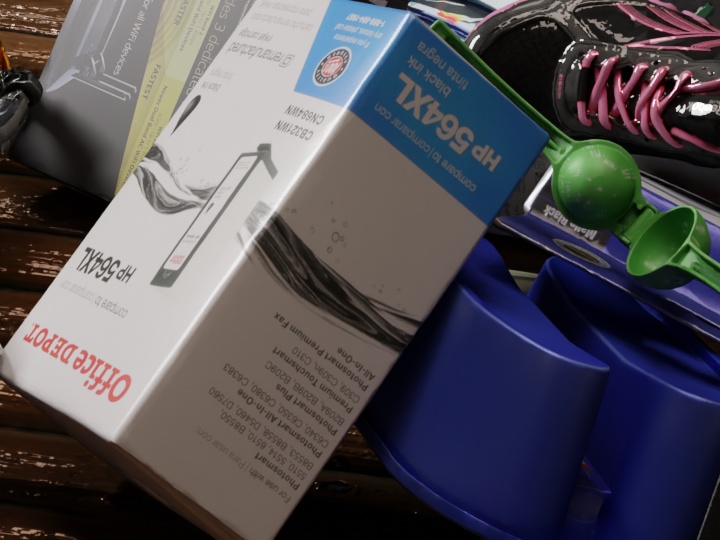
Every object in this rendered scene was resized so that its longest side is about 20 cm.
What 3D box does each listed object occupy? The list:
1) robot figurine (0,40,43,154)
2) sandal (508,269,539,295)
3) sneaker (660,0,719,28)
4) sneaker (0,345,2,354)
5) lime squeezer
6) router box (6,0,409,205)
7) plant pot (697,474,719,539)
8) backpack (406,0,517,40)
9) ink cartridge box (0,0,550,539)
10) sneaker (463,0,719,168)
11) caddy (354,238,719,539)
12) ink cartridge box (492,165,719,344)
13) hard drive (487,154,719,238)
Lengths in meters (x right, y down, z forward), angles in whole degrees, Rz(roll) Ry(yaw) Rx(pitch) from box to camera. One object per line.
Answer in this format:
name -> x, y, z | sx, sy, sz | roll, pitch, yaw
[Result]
robot figurine -> -0.226, -0.075, 1.432 | 0.144, 0.059, 0.200 | -18, 29, -3
sandal -> -0.001, -0.001, 1.295 | 0.200, 0.080, 0.058 | 8, 64, 11
sneaker -> 0.180, -0.096, 1.424 | 0.074, 0.200, 0.088 | -40, 36, 7
sneaker -> -0.231, 0.016, 1.200 | 0.200, 0.073, 0.115 | 28, 76, 25
lime squeezer -> 0.096, -0.028, 1.140 | 0.070, 0.038, 0.200 | 19, 20, -49
router box -> -0.065, -0.116, 1.405 | 0.157, 0.201, 0.052 | 24, 0, 35
plant pot -> 0.234, 0.125, 0.981 | 0.199, 0.201, 0.177 | -20, 47, -40
backpack -> 0.032, -0.119, 1.481 | 0.199, 0.164, 0.154 | 7, 48, 9
ink cartridge box -> -0.039, -0.004, 1.146 | 0.084, 0.200, 0.146 | 40, -9, -27
sneaker -> 0.137, -0.076, 1.252 | 0.199, 0.080, 0.095 | 8, 11, 5
caddy -> 0.069, 0.061, 1.168 | 0.141, 0.106, 0.200 | 17, 15, -23
ink cartridge box -> 0.172, 0.009, 1.227 | 0.199, 0.041, 0.200 | 28, 8, 18
hard drive -> 0.125, -0.047, 1.375 | 0.199, 0.132, 0.027 | 11, 62, 13
